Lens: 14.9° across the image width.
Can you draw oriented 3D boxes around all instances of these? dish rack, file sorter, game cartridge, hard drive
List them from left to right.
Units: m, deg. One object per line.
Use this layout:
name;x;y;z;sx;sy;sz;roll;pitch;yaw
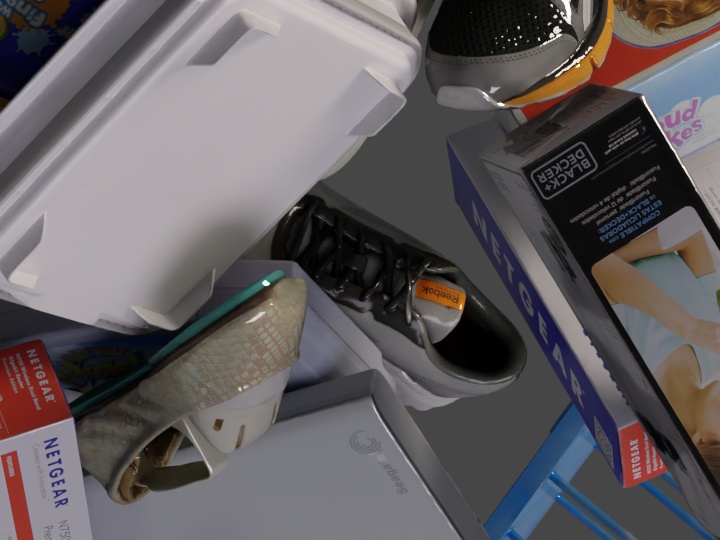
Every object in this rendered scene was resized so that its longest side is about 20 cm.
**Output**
game cartridge;-0.099;0.043;1.291;0.200;0.041;0.133;-9;146;24
dish rack;-0.070;-0.048;1.118;0.200;0.044;0.172;-44;151;16
hard drive;-0.053;0.122;1.311;0.200;0.026;0.132;-17;127;23
file sorter;0.143;0.149;1.529;0.200;0.123;0.139;-58;168;32

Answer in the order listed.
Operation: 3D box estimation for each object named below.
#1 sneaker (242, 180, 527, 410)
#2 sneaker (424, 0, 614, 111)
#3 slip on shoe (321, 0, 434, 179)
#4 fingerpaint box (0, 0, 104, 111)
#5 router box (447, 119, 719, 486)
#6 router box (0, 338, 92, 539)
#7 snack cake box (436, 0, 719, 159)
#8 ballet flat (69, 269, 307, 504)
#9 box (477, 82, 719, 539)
sneaker;0.000;0.000;1.307;0.200;0.079;0.074;33;69;-31
sneaker;0.078;-0.146;1.177;0.200;0.078;0.077;-60;145;-35
slip on shoe;-0.001;-0.120;1.225;0.061;0.074;0.200;21;136;-4
fingerpaint box;-0.137;-0.113;1.126;0.167;0.073;0.200;-45;141;20
router box;0.162;-0.016;1.316;0.179;0.200;0.049;-21;141;-8
router box;-0.209;0.135;1.228;0.179;0.049;0.200;-17;142;-14
snack cake box;0.148;-0.121;1.265;0.200;0.115;0.067;-27;143;-1
ballet flat;-0.066;0.055;1.196;0.067;0.062;0.200;-32;180;-33
box;0.132;0.023;1.161;0.060;0.200;0.117;-31;-173;-2
